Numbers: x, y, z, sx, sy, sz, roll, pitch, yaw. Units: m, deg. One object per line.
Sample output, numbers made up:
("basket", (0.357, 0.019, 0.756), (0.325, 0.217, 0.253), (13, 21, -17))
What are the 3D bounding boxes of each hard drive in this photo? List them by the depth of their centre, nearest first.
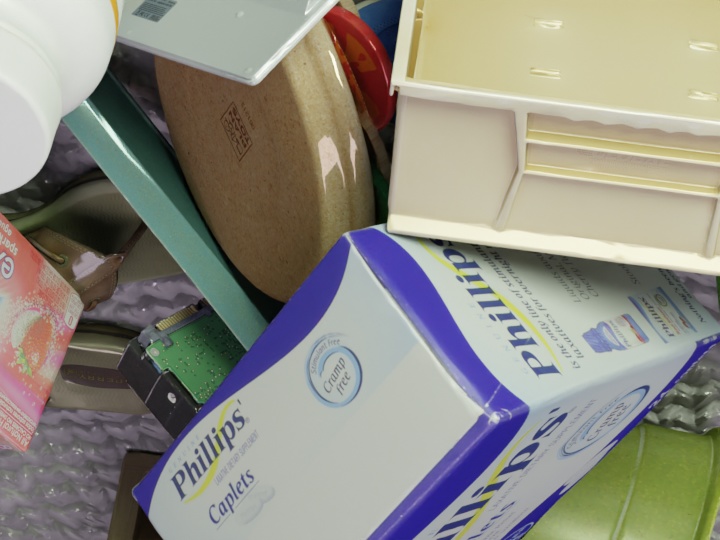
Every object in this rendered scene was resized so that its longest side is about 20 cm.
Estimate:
("hard drive", (-0.015, 0.089, 1.106), (0.200, 0.140, 0.038), (49, 138, 13))

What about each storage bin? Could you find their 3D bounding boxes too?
("storage bin", (0.116, -0.107, 0.881), (0.198, 0.200, 0.094), (7, 141, 0))

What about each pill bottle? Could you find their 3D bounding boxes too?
("pill bottle", (-0.153, -0.131, 0.893), (0.111, 0.200, 0.111), (4, 139, 4))

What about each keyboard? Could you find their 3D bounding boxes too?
("keyboard", (-0.084, -0.119, 0.922), (0.200, 0.056, 0.011), (23, 160, 50))

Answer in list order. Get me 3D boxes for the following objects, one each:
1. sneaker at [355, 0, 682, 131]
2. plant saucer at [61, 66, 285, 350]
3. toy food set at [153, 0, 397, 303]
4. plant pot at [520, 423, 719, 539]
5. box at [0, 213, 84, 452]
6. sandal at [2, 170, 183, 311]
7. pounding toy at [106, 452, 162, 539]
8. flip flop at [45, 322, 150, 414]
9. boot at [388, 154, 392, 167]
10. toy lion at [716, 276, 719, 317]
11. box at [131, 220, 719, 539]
("sneaker", (0.089, -0.087, 0.972), (0.200, 0.077, 0.111), (17, 173, -16))
("plant saucer", (-0.089, -0.029, 1.054), (0.019, 0.070, 0.200), (-36, 101, 15))
("toy food set", (-0.037, -0.071, 0.979), (0.049, 0.200, 0.198), (-20, 154, -24))
("plant pot", (0.086, 0.149, 1.216), (0.190, 0.200, 0.200), (22, 139, 0))
("box", (-0.235, 0.005, 1.049), (0.103, 0.095, 0.200), (6, 154, 24))
("sandal", (-0.165, -0.001, 1.156), (0.201, 0.057, 0.080), (-14, 135, 23))
("pounding toy", (-0.064, 0.239, 1.325), (0.200, 0.184, 0.142), (7, 140, 0))
("flip flop", (-0.210, 0.068, 1.244), (0.200, 0.058, 0.081), (5, 140, 3))
("boot", (0.000, 0.000, 1.098), (0.200, 0.107, 0.075), (30, 138, -21))
("toy lion", (0.249, -0.013, 1.067), (0.200, 0.069, 0.192), (18, 146, -30))
("box", (0.033, 0.064, 0.951), (0.200, 0.105, 0.184), (-14, 150, -51))
